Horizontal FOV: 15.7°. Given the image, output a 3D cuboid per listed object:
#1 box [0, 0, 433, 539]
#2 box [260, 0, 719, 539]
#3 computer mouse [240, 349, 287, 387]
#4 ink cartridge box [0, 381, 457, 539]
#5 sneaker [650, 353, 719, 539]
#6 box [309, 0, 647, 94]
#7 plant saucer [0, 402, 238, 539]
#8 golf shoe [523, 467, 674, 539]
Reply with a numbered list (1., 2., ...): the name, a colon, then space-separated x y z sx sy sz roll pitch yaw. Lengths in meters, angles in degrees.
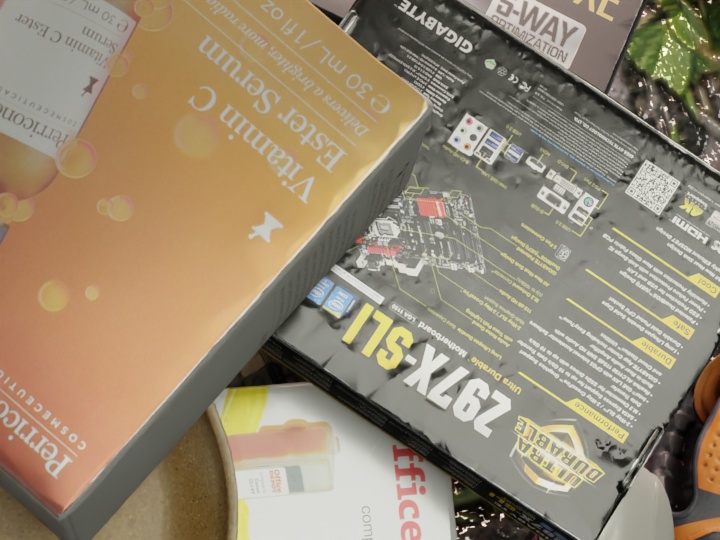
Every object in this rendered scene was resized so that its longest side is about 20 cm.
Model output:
1. box: -0.096 -0.024 0.955 0.152 0.106 0.200 40 78 5
2. box: 0.048 -0.006 1.043 0.200 0.049 0.160 33 78 1
3. computer mouse: 0.000 0.000 1.160 0.140 0.046 0.200 -23 89 -10
4. ink cartridge box: -0.061 0.122 1.070 0.200 0.083 0.145 -4 81 -9
5. sneaker: 0.217 0.070 1.205 0.200 0.078 0.112 -39 96 -22
6. box: 0.028 -0.144 1.145 0.200 0.050 0.158 27 56 -2
7. plant saucer: -0.147 0.095 1.002 0.200 0.035 0.200 1 81 -4
8. golf shoe: 0.096 0.172 1.067 0.073 0.092 0.200 20 73 -14
